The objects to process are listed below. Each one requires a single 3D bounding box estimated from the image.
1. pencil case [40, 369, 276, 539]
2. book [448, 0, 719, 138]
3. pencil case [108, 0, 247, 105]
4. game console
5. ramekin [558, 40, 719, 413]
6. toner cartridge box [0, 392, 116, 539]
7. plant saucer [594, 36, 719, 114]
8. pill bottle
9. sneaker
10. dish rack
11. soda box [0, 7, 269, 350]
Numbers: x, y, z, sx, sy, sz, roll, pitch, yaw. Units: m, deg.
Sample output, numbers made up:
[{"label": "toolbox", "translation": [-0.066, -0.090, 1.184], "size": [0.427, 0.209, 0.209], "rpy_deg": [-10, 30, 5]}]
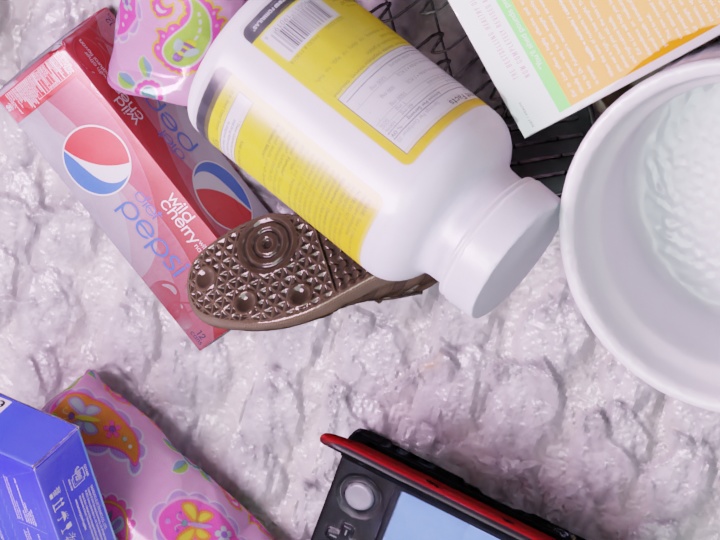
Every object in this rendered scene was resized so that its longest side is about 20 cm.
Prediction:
[{"label": "pencil case", "translation": [-0.127, 0.155, 1.897], "size": [0.200, 0.087, 0.087], "rpy_deg": [41, 121, 0]}, {"label": "book", "translation": [0.144, -0.177, 1.611], "size": [0.200, 0.048, 0.134], "rpy_deg": [-27, 101, 20]}, {"label": "pencil case", "translation": [-0.093, -0.190, 1.720], "size": [0.087, 0.087, 0.200], "rpy_deg": [16, 118, 15]}, {"label": "game console", "translation": [0.057, 0.185, 1.812], "size": [0.200, 0.119, 0.173], "rpy_deg": [26, 119, 10]}, {"label": "ramekin", "translation": [0.215, -0.031, 1.624], "size": [0.200, 0.098, 0.201], "rpy_deg": [6, 111, 16]}, {"label": "toner cartridge box", "translation": [-0.196, 0.167, 1.864], "size": [0.095, 0.043, 0.200], "rpy_deg": [21, 140, 36]}, {"label": "plant saucer", "translation": [0.213, -0.140, 1.652], "size": [0.200, 0.029, 0.201], "rpy_deg": [7, 114, 16]}, {"label": "pill bottle", "translation": [0.011, -0.066, 1.645], "size": [0.200, 0.112, 0.112], "rpy_deg": [40, 121, 14]}, {"label": "sneaker", "translation": [0.000, 0.000, 1.743], "size": [0.200, 0.076, 0.071], "rpy_deg": [-15, 65, 19]}, {"label": "dish rack", "translation": [0.054, -0.121, 1.716], "size": [0.153, 0.055, 0.200], "rpy_deg": [-8, 109, 26]}, {"label": "soda box", "translation": [-0.125, -0.055, 1.808], "size": [0.063, 0.070, 0.200], "rpy_deg": [-34, 97, 31]}]
